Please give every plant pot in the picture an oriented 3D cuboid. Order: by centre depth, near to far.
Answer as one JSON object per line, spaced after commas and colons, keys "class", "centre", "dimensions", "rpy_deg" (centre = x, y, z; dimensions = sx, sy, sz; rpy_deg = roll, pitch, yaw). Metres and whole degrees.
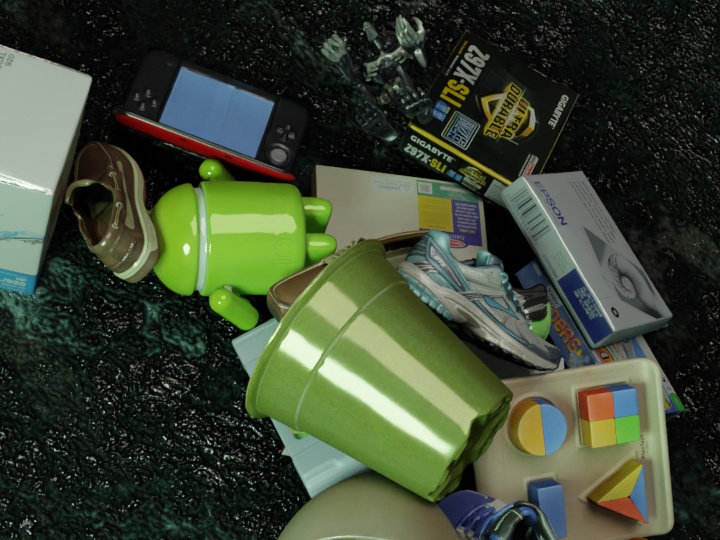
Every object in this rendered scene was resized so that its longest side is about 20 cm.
{"class": "plant pot", "centre": [0.030, 0.107, 1.387], "dimensions": [0.190, 0.200, 0.200], "rpy_deg": [37, 56, 17]}
{"class": "plant pot", "centre": [0.012, 0.266, 1.413], "dimensions": [0.199, 0.201, 0.135], "rpy_deg": [19, 38, -7]}

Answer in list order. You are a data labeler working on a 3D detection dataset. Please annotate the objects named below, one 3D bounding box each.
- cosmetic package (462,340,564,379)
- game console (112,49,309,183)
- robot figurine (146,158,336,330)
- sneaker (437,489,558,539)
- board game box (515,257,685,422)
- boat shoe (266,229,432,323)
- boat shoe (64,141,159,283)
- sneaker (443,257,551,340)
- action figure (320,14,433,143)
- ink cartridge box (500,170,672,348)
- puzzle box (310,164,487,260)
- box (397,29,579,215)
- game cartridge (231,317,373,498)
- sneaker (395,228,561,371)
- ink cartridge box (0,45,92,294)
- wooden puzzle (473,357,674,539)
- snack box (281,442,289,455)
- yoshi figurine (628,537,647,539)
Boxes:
{"class": "cosmetic package", "centre": [0.110, 0.132, 1.581], "dimensions": [0.199, 0.074, 0.102], "rpy_deg": [8, 60, -13]}
{"class": "game console", "centre": [-0.153, -0.169, 1.636], "dimensions": [0.199, 0.119, 0.173], "rpy_deg": [21, 57, -7]}
{"class": "robot figurine", "centre": [-0.128, -0.033, 1.564], "dimensions": [0.199, 0.116, 0.176], "rpy_deg": [-1, 64, -14]}
{"class": "sneaker", "centre": [0.138, 0.247, 1.417], "dimensions": [0.080, 0.115, 0.199], "rpy_deg": [-38, 40, -15]}
{"class": "board game box", "centre": [0.260, 0.078, 1.650], "dimensions": [0.135, 0.034, 0.201], "rpy_deg": [-1, 58, -53]}
{"class": "boat shoe", "centre": [0.000, 0.000, 1.524], "dimensions": [0.199, 0.074, 0.076], "rpy_deg": [-16, 46, -28]}
{"class": "boat shoe", "centre": [-0.258, -0.075, 1.531], "dimensions": [0.075, 0.075, 0.203], "rpy_deg": [31, 17, -40]}
{"class": "sneaker", "centre": [0.106, 0.026, 1.617], "dimensions": [0.199, 0.077, 0.084], "rpy_deg": [14, 72, 6]}
{"class": "action figure", "centre": [0.026, -0.235, 1.714], "dimensions": [0.118, 0.102, 0.200], "rpy_deg": [-23, 38, 8]}
{"class": "ink cartridge box", "centre": [0.262, -0.018, 1.676], "dimensions": [0.200, 0.041, 0.200], "rpy_deg": [-9, 65, -55]}
{"class": "puzzle box", "centre": [0.044, -0.043, 1.686], "dimensions": [0.199, 0.025, 0.134], "rpy_deg": [7, 59, -15]}
{"class": "box", "centre": [0.151, -0.173, 1.769], "dimensions": [0.159, 0.049, 0.200], "rpy_deg": [29, 48, 2]}
{"class": "game cartridge", "centre": [-0.032, 0.115, 1.513], "dimensions": [0.133, 0.041, 0.200], "rpy_deg": [-27, 56, -8]}
{"class": "sneaker", "centre": [0.128, 0.030, 1.505], "dimensions": [0.200, 0.078, 0.087], "rpy_deg": [32, 83, -21]}
{"class": "ink cartridge box", "centre": [-0.356, -0.100, 1.477], "dimensions": [0.144, 0.200, 0.148], "rpy_deg": [16, 58, -9]}
{"class": "wooden puzzle", "centre": [0.214, 0.192, 1.526], "dimensions": [0.199, 0.046, 0.186], "rpy_deg": [-7, 97, -9]}
{"class": "snack box", "centre": [-0.037, 0.100, 1.577], "dimensions": [0.072, 0.024, 0.201], "rpy_deg": [12, 58, -13]}
{"class": "yoshi figurine", "centre": [0.212, 0.317, 1.485], "dimensions": [0.199, 0.112, 0.112], "rpy_deg": [-18, 72, -19]}
